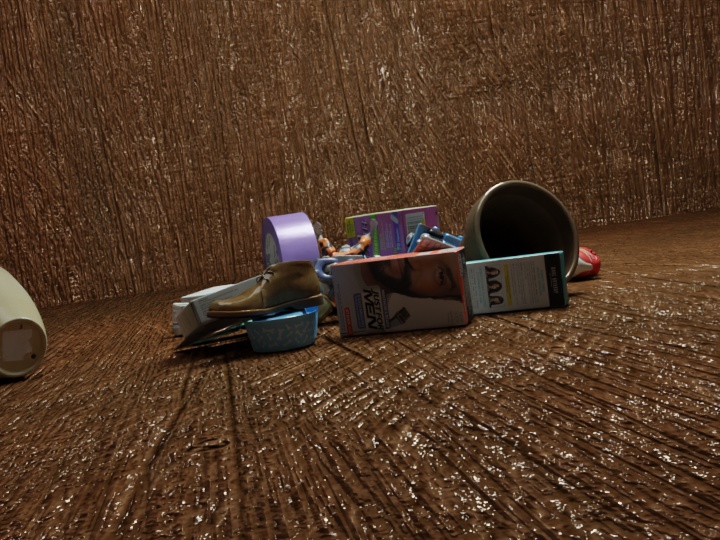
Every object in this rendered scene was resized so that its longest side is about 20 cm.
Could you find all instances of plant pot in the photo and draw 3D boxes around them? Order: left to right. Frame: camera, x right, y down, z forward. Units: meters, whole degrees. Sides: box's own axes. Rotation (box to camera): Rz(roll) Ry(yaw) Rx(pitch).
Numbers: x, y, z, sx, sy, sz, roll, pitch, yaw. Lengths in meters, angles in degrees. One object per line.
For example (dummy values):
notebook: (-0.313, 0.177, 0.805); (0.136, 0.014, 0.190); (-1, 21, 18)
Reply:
plant pot: (-0.584, 0.096, 1.485); (0.186, 0.189, 0.199); (-11, 19, -40)
plant pot: (0.248, -0.030, 1.605); (0.198, 0.202, 0.175); (-9, -15, -22)

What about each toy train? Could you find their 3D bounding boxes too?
toy train: (0.181, -0.023, 1.751); (0.198, 0.087, 0.114); (23, -1, -6)

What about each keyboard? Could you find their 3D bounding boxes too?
keyboard: (0.085, 0.013, 1.470); (0.056, 0.011, 0.200); (15, -39, -15)

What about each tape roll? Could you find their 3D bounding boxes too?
tape roll: (-0.154, -0.023, 2.056); (0.084, 0.202, 0.200); (-8, 3, -17)

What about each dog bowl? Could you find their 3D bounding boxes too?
dog bowl: (-0.117, 0.087, 1.432); (0.110, 0.050, 0.200); (-8, 4, 0)

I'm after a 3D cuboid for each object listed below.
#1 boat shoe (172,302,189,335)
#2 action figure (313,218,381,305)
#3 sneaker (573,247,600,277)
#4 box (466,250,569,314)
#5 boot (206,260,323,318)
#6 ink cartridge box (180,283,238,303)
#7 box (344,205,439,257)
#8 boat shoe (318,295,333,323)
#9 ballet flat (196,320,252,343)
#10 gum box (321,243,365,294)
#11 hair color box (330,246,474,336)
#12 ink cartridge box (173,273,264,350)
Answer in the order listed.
boat shoe: (-0.259, 0.076, 1.772); (0.198, 0.068, 0.074); (-9, 4, -13)
action figure: (0.000, 0.000, 1.663); (0.198, 0.195, 0.105); (5, -38, -7)
sneaker: (0.422, -0.016, 1.837); (0.084, 0.078, 0.200); (3, 10, -1)
box: (0.219, 0.021, 1.456); (0.198, 0.083, 0.049); (-6, 3, 19)
boot: (-0.146, 0.030, 1.399); (0.199, 0.076, 0.073); (-12, 7, -39)
ink cartridge box: (-0.279, 0.070, 1.922); (0.114, 0.069, 0.200); (-7, 4, 10)
box: (0.070, -0.034, 1.922); (0.096, 0.178, 0.199); (-10, 4, -35)
boat shoe: (-0.121, 0.039, 1.683); (0.073, 0.063, 0.199); (-49, 33, -17)
ballet flat: (-0.210, 0.076, 1.629); (0.198, 0.071, 0.067); (-9, 1, -32)
gum box: (-0.077, 0.021, 1.835); (0.199, 0.045, 0.170); (-34, 3, 1)
hair color box: (0.062, 0.032, 1.400); (0.198, 0.112, 0.064); (-7, 4, 19)
ink cartridge box: (-0.201, 0.058, 1.506); (0.199, 0.044, 0.173); (-21, -6, -30)
